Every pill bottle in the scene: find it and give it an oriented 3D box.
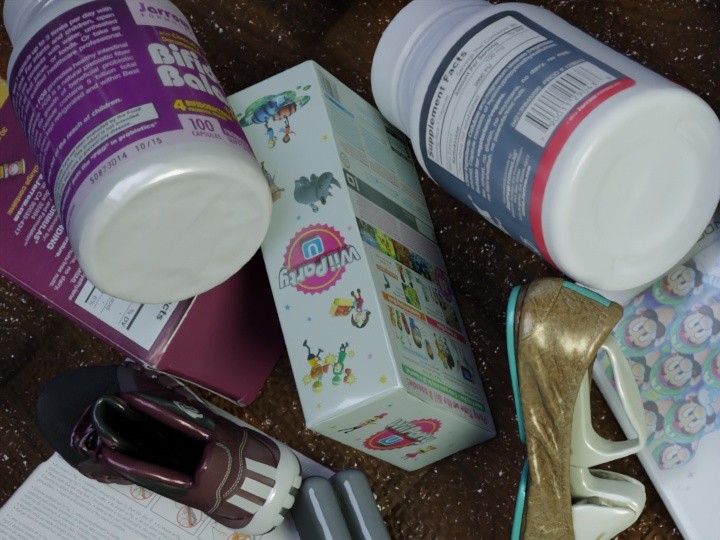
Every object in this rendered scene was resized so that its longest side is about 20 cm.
[{"bbox_3d":[0.098,-0.081,1.454,0.120,0.120,0.200,-56,43,3],"label":"pill bottle"},{"bbox_3d":[-0.131,-0.087,1.442,0.112,0.112,0.200,-37,52,13],"label":"pill bottle"}]

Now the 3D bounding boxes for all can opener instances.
[{"bbox_3d":[0.020,0.201,1.463,0.066,0.053,0.200,-44,62,43],"label":"can opener"}]

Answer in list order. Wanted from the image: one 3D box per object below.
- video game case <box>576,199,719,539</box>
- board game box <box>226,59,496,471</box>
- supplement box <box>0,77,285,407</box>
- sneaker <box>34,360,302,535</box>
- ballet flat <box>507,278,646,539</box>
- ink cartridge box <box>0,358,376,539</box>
[{"bbox_3d":[0.225,0.049,1.422,0.182,0.024,0.200,-35,66,14],"label":"video game case"},{"bbox_3d":[0.000,0.000,1.479,0.064,0.148,0.200,-23,68,17],"label":"board game box"},{"bbox_3d":[-0.143,-0.017,1.559,0.200,0.131,0.103,31,90,27],"label":"supplement box"},{"bbox_3d":[-0.135,0.085,1.492,0.200,0.115,0.076,16,81,37],"label":"sneaker"},{"bbox_3d":[0.117,0.097,1.398,0.072,0.068,0.200,5,115,14],"label":"ballet flat"},{"bbox_3d":[-0.114,0.167,1.550,0.200,0.045,0.176,27,64,28],"label":"ink cartridge box"}]
